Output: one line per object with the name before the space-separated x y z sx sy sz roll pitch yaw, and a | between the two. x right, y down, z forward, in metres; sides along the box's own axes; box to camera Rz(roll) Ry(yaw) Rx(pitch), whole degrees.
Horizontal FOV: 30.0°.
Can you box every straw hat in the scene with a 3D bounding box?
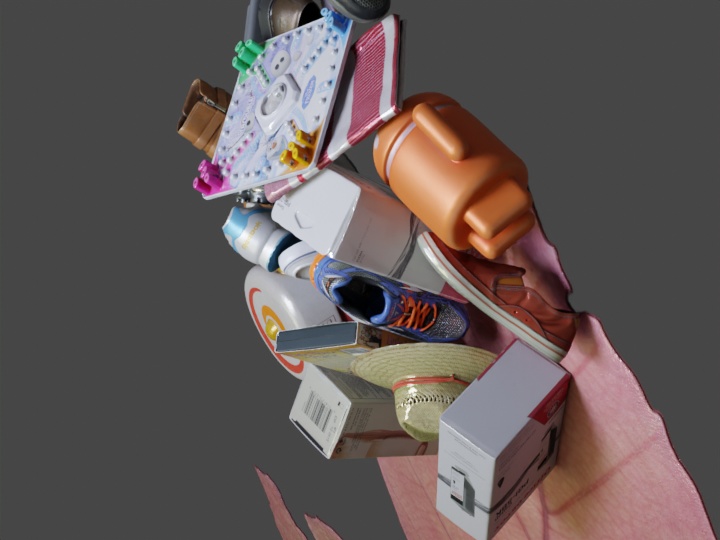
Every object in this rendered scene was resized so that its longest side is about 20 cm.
straw hat | 0.085 0.153 1.565 0.201 0.198 0.086 125 148 -67

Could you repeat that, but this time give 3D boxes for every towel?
towel | -0.028 -0.172 1.421 0.023 0.146 0.199 32 134 -31

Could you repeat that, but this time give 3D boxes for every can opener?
can opener | -0.120 -0.237 1.646 0.053 0.065 0.203 141 131 -71

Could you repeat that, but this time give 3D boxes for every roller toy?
roller toy | -0.075 0.054 1.896 0.183 0.139 0.201 52 157 17

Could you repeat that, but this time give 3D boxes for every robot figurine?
robot figurine | 0.091 -0.101 1.367 0.200 0.143 0.117 47 117 28

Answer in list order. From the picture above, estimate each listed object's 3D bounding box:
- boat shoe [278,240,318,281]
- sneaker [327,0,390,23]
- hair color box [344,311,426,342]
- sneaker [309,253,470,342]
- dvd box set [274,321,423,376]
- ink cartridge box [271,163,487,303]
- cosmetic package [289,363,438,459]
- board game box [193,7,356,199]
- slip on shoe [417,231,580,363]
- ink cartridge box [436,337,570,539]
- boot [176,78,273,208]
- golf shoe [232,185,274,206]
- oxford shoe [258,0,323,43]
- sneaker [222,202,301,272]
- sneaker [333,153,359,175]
boat shoe | 0.000 0.000 1.585 0.074 0.197 0.066 126 135 -53
sneaker | -0.017 -0.347 1.342 0.202 0.075 0.114 69 163 -9
hair color box | 0.014 0.025 1.694 0.200 0.061 0.099 41 159 -3
sneaker | 0.035 0.041 1.530 0.079 0.197 0.076 -110 40 -67
dvd box set | 0.015 0.103 1.623 0.145 0.198 0.030 -10 68 45
ink cartridge box | 0.024 -0.047 1.467 0.198 0.084 0.146 19 -171 -37
cosmetic package | 0.019 0.184 1.760 0.103 0.198 0.088 39 115 44
board game box | -0.097 -0.187 1.475 0.026 0.203 0.198 30 154 -35
slip on shoe | 0.144 0.017 1.398 0.199 0.062 0.074 35 -178 -3
ink cartridge box | 0.162 0.200 1.546 0.082 0.147 0.201 33 150 25
boot | -0.166 -0.149 1.742 0.154 0.202 0.076 30 140 -31
golf shoe | -0.066 -0.121 1.636 0.197 0.078 0.096 7 90 22
oxford shoe | -0.056 -0.233 1.588 0.084 0.073 0.202 18 140 42
sneaker | -0.110 -0.047 1.643 0.080 0.077 0.200 33 -177 7
sneaker | -0.079 -0.147 1.719 0.200 0.087 0.075 50 164 28
